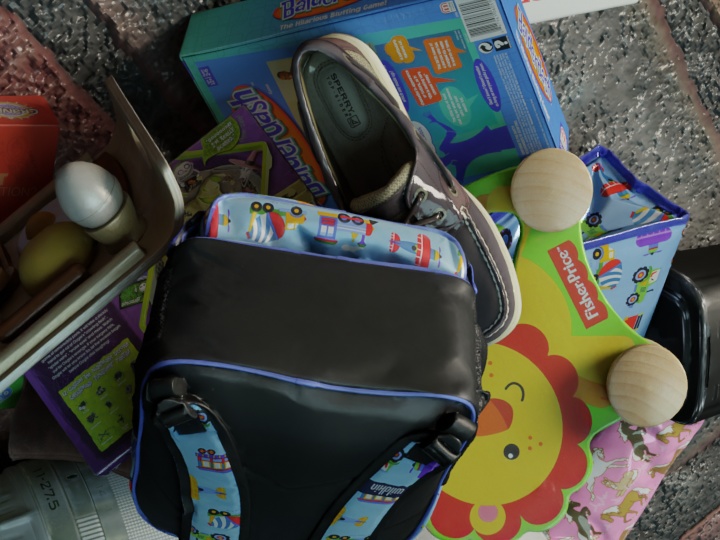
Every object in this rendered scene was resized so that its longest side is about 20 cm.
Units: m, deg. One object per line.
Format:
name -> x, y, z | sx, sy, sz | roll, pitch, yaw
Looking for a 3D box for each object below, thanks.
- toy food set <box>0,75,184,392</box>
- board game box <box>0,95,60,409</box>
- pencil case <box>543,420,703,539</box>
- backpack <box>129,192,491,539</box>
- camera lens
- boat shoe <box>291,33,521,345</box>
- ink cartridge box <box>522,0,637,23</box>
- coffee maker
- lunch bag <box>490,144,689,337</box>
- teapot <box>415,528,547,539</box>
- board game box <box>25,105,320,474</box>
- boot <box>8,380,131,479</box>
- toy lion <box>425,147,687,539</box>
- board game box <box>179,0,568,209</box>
toy food set -> -0.192, -0.014, 0.887 | 0.200, 0.144, 0.061 | -39, 123, -1
board game box -> -0.268, -0.006, 0.971 | 0.152, 0.040, 0.202 | -3, 122, -29
pencil case -> 0.204, 0.164, 1.335 | 0.086, 0.083, 0.201 | 13, 112, -35
backpack -> -0.035, 0.074, 0.880 | 0.181, 0.136, 0.201 | 8, 143, -7
camera lens -> -0.145, 0.187, 1.093 | 0.198, 0.160, 0.161 | -14, 127, -22
boat shoe -> 0.019, -0.043, 0.910 | 0.072, 0.201, 0.065 | -30, 177, 18
ink cartridge box -> 0.100, -0.254, 0.988 | 0.143, 0.084, 0.202 | -14, 128, -22
coffee maker -> 0.302, 0.029, 1.225 | 0.198, 0.192, 0.136 | -14, 90, -27
lunch bag -> 0.114, 0.024, 1.135 | 0.199, 0.094, 0.151 | -23, 141, -34
teapot -> 0.060, 0.262, 1.097 | 0.199, 0.147, 0.197 | -35, 143, 17
board game box -> -0.110, 0.012, 0.965 | 0.199, 0.120, 0.032 | -38, 175, 1
boot -> -0.125, 0.054, 1.058 | 0.165, 0.201, 0.073 | 7, 132, 7
toy lion -> 0.080, 0.053, 0.964 | 0.190, 0.069, 0.201 | -26, 91, 4
board game box -> 0.012, -0.108, 0.996 | 0.198, 0.045, 0.153 | -10, 134, 19
